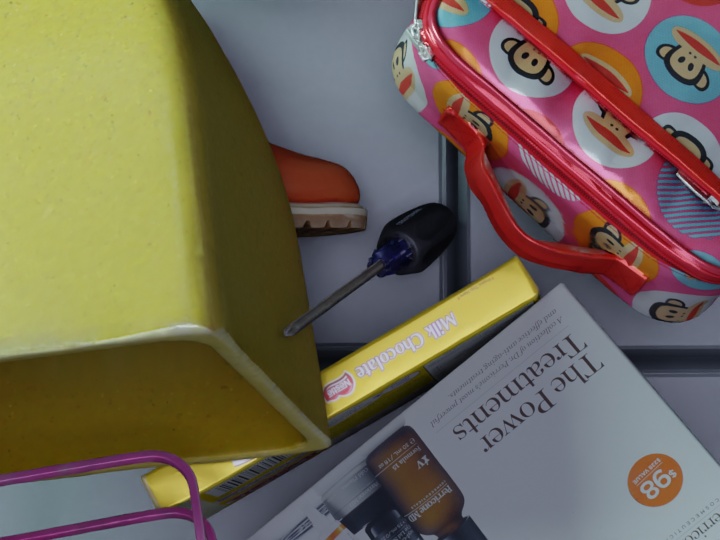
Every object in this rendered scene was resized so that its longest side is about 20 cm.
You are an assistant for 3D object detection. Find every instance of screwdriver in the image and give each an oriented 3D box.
[{"bbox_3d":[0.000,0.000,1.024,0.029,0.200,0.028,24,112,18],"label":"screwdriver"}]

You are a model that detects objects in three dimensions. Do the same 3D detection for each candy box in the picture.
[{"bbox_3d":[-0.004,0.058,1.065,0.199,0.102,0.027,-30,82,1],"label":"candy box"}]

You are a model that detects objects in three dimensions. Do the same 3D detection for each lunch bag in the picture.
[{"bbox_3d":[0.116,-0.078,1.042,0.200,0.082,0.176,40,64,2],"label":"lunch bag"}]

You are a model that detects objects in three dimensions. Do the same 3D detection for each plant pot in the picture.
[{"bbox_3d":[-0.130,-0.031,0.963,0.194,0.194,0.201,-6,71,11],"label":"plant pot"}]

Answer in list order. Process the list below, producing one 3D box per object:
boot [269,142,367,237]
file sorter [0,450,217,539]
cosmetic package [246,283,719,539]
[{"bbox_3d":[-0.086,-0.075,1.084,0.199,0.075,0.108,15,86,3],"label":"boot"},{"bbox_3d":[-0.114,0.193,1.006,0.125,0.201,0.140,-9,50,-3],"label":"file sorter"},{"bbox_3d":[0.060,0.125,0.997,0.200,0.052,0.151,-40,59,0],"label":"cosmetic package"}]
